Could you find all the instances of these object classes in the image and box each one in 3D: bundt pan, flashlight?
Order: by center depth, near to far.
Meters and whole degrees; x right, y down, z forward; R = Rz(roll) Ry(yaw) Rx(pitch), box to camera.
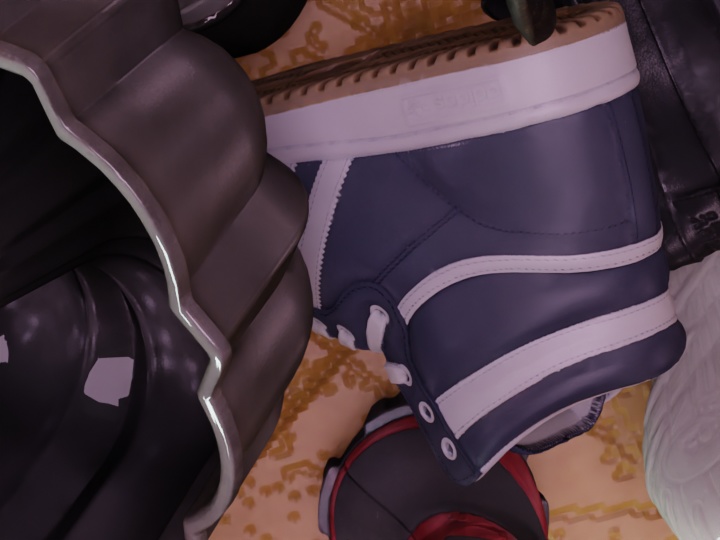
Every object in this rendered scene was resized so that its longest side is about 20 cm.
[{"bbox_3d":[-0.093,-0.016,0.723,0.202,0.202,0.076,49,51,-5],"label":"bundt pan"},{"bbox_3d":[0.022,0.078,0.755,0.067,0.200,0.068,-17,96,2],"label":"flashlight"}]

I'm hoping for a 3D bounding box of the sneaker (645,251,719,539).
[{"bbox_3d":[0.120,-0.016,0.813,0.072,0.072,0.201,4,85,33],"label":"sneaker"}]

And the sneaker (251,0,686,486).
[{"bbox_3d":[0.000,0.000,0.768,0.199,0.070,0.109,-9,102,44],"label":"sneaker"}]

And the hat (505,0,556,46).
[{"bbox_3d":[0.013,-0.150,0.671,0.081,0.201,0.201,-37,96,5],"label":"hat"}]

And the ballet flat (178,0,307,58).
[{"bbox_3d":[-0.076,-0.106,0.740,0.068,0.068,0.200,-48,127,6],"label":"ballet flat"}]

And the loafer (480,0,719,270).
[{"bbox_3d":[0.059,-0.093,0.775,0.070,0.068,0.201,-32,67,14],"label":"loafer"}]
